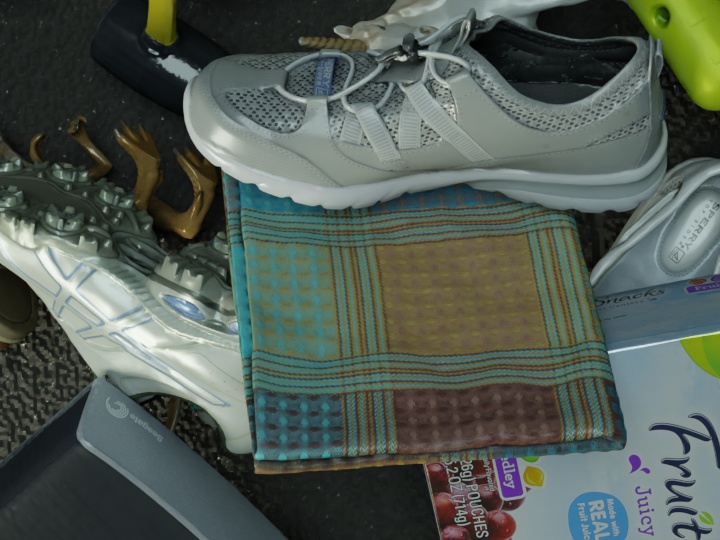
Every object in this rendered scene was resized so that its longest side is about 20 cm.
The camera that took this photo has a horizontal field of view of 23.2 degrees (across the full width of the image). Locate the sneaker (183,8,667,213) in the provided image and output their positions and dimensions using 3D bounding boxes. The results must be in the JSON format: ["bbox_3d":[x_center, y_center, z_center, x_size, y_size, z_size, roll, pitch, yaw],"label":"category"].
[{"bbox_3d":[0.028,-0.076,0.710,0.199,0.082,0.075,1,48,-2],"label":"sneaker"}]

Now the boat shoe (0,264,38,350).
[{"bbox_3d":[-0.233,-0.031,0.852,0.068,0.072,0.200,-41,75,15],"label":"boat shoe"}]

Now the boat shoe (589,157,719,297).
[{"bbox_3d":[0.116,0.034,0.795,0.071,0.069,0.200,29,90,7],"label":"boat shoe"}]

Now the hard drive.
[{"bbox_3d":[-0.091,0.159,0.783,0.135,0.042,0.200,-40,104,13],"label":"hard drive"}]

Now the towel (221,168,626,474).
[{"bbox_3d":[0.020,-0.005,0.713,0.146,0.022,0.200,-4,46,-4],"label":"towel"}]

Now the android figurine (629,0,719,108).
[{"bbox_3d":[0.194,-0.118,0.755,0.182,0.041,0.200,-25,80,-39],"label":"android figurine"}]

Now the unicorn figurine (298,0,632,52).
[{"bbox_3d":[0.070,-0.136,0.802,0.137,0.074,0.200,6,49,16],"label":"unicorn figurine"}]

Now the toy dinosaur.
[{"bbox_3d":[-0.114,-0.011,0.845,0.106,0.060,0.200,-47,74,23],"label":"toy dinosaur"}]

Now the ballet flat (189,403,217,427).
[{"bbox_3d":[0.000,0.000,0.819,0.072,0.072,0.200,34,92,9],"label":"ballet flat"}]

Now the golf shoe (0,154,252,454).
[{"bbox_3d":[-0.114,0.016,0.777,0.200,0.078,0.097,25,115,22],"label":"golf shoe"}]

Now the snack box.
[{"bbox_3d":[0.121,0.111,0.752,0.168,0.068,0.200,-10,111,6],"label":"snack box"}]

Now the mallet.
[{"bbox_3d":[-0.079,-0.125,0.776,0.066,0.200,0.041,35,69,-1],"label":"mallet"}]
